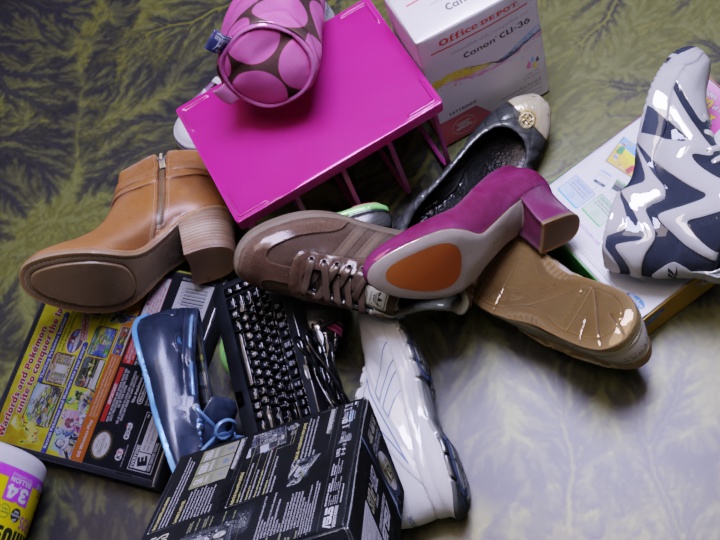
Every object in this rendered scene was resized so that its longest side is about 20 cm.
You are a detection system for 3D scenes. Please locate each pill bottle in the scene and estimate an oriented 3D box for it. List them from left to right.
[{"bbox_3d":[-0.340,0.244,0.954,0.103,0.104,0.201,6,66,18],"label":"pill bottle"}]

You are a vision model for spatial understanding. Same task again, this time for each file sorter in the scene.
[{"bbox_3d":[-0.034,-0.114,1.039,0.199,0.126,0.139,-30,60,-2],"label":"file sorter"}]

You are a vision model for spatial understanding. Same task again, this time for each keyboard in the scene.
[{"bbox_3d":[-0.062,0.088,0.934,0.103,0.040,0.201,-22,71,14],"label":"keyboard"}]

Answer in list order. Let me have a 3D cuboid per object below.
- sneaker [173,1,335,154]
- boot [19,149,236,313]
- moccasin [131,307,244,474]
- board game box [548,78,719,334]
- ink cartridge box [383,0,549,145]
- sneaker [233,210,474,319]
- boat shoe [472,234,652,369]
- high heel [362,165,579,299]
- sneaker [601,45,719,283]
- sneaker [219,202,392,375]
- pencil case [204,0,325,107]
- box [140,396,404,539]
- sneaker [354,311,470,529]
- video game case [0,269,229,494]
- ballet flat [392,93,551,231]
[{"bbox_3d":[-0.112,-0.200,1.113,0.200,0.114,0.073,-38,62,-4],"label":"sneaker"},{"bbox_3d":[-0.217,-0.043,1.066,0.198,0.074,0.155,-8,44,-14],"label":"boot"},{"bbox_3d":[-0.135,0.121,0.958,0.068,0.081,0.201,-19,77,-5],"label":"moccasin"},{"bbox_3d":[0.264,-0.058,0.978,0.199,0.040,0.153,-36,60,-4],"label":"board game box"},{"bbox_3d":[0.094,-0.210,1.010,0.116,0.200,0.068,-29,60,0],"label":"ink cartridge box"},{"bbox_3d":[0.000,0.000,0.925,0.198,0.071,0.076,1,28,-20],"label":"sneaker"},{"bbox_3d":[0.156,0.030,0.948,0.074,0.069,0.200,-51,41,-4],"label":"boat shoe"},{"bbox_3d":[0.074,-0.039,0.926,0.199,0.068,0.096,-21,42,-22],"label":"high heel"},{"bbox_3d":[0.281,-0.078,0.915,0.129,0.080,0.200,16,69,21],"label":"sneaker"},{"bbox_3d":[-0.034,0.027,1.005,0.084,0.077,0.200,39,89,22],"label":"sneaker"},{"bbox_3d":[-0.079,-0.227,0.995,0.094,0.091,0.201,-38,30,32],"label":"pencil case"},{"bbox_3d":[-0.061,0.188,0.803,0.163,0.200,0.087,-19,105,9],"label":"box"},{"bbox_3d":[0.023,0.116,0.941,0.087,0.075,0.201,-22,59,10],"label":"sneaker"},{"bbox_3d":[-0.228,0.086,1.050,0.179,0.026,0.201,10,68,19],"label":"video game case"},{"bbox_3d":[0.103,-0.078,1.016,0.066,0.057,0.200,41,82,2],"label":"ballet flat"}]
